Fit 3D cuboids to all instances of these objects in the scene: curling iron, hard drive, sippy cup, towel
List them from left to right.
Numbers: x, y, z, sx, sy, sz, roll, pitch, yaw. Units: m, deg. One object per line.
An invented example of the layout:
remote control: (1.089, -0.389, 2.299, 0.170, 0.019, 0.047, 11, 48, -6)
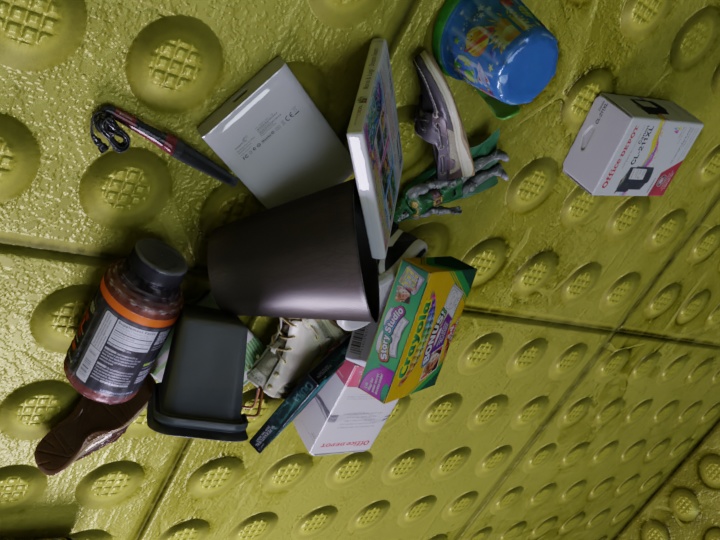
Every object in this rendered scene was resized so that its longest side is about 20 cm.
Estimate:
curling iron: (-0.225, -0.137, 0.885, 0.197, 0.026, 0.050, 18, 108, -43)
towel: (-0.229, 0.128, 1.129, 0.151, 0.023, 0.201, -38, 138, -2)
hard drive: (-0.098, -0.153, 0.964, 0.131, 0.026, 0.200, -40, 140, 1)
sippy cup: (0.179, -0.283, 0.970, 0.176, 0.131, 0.141, 21, 113, -45)

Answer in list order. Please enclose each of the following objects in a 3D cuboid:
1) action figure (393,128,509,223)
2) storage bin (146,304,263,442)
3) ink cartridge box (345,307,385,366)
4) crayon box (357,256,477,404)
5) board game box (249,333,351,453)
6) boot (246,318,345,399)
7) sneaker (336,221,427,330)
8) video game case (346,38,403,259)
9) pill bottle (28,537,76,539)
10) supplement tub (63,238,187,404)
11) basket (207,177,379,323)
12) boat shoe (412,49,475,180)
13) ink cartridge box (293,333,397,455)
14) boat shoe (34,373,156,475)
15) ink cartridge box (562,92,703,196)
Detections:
action figure: (0.130, -0.123, 1.144, 0.196, 0.055, 0.119, -27, 141, -8)
storage bin: (-0.192, 0.124, 0.982, 0.142, 0.200, 0.138, 10, 92, -15)
ink cartridge box: (0.057, 0.087, 1.232, 0.199, 0.046, 0.164, 34, 69, -59)
crayon box: (0.088, 0.084, 1.137, 0.171, 0.057, 0.205, -5, 117, -60)
board game box: (-0.088, 0.194, 1.202, 0.201, 0.028, 0.135, -51, 173, 36)
boot: (-0.116, 0.105, 1.135, 0.155, 0.072, 0.200, -48, 145, -5)
sneaker: (0.000, 0.000, 1.098, 0.199, 0.111, 0.074, -40, 151, -38)
video game case: (0.023, -0.151, 0.957, 0.023, 0.185, 0.203, 2, 139, 13)
pill bottle: (-0.528, 0.469, 1.149, 0.197, 0.113, 0.113, 13, 119, -42)
supplement tub: (-0.290, 0.061, 0.958, 0.105, 0.107, 0.202, 13, 118, -42)
basket: (-0.085, -0.014, 0.973, 0.194, 0.136, 0.186, -7, 97, 10)
boat shoe: (0.104, -0.200, 1.035, 0.063, 0.073, 0.202, -22, 134, 7)
ink cartridge box: (-0.012, 0.215, 1.320, 0.144, 0.083, 0.203, 6, 122, -40)
boat shoe: (-0.366, 0.213, 1.081, 0.199, 0.072, 0.072, -42, 170, -1)
ink cartridge box: (0.457, -0.207, 1.281, 0.196, 0.083, 0.148, -4, 130, -34)
